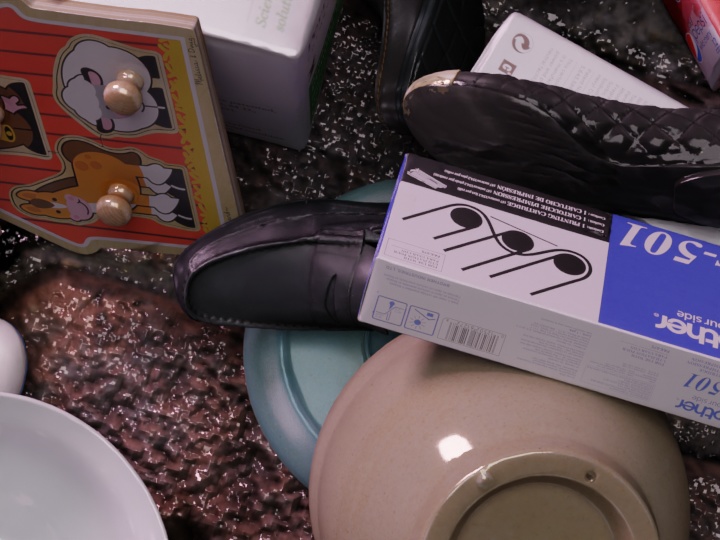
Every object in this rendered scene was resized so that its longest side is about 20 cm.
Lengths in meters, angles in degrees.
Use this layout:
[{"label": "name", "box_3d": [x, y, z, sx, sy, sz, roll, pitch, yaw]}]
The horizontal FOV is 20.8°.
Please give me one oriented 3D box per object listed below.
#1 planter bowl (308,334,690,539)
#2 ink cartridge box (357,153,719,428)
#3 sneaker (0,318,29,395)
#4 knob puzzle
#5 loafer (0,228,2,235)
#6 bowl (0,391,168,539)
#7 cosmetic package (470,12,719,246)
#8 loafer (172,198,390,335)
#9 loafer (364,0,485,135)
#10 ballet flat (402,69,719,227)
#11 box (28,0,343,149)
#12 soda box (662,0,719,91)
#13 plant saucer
[{"label": "planter bowl", "box_3d": [0.078, 0.130, 0.982, 0.199, 0.135, 0.201, -1, 101, -5]}, {"label": "ink cartridge box", "box_3d": [0.105, 0.010, 0.973, 0.199, 0.044, 0.094, 17, 38, 0]}, {"label": "sneaker", "box_3d": [-0.262, 0.097, 1.057, 0.200, 0.072, 0.072, -39, 79, -9]}, {"label": "knob puzzle", "box_3d": [-0.168, -0.069, 1.033, 0.219, 0.220, 0.031, 14, 53, 3]}, {"label": "loafer", "box_3d": [-0.275, 0.033, 1.076, 0.200, 0.072, 0.063, -32, 88, 2]}, {"label": "bowl", "box_3d": [-0.204, 0.169, 1.017, 0.200, 0.090, 0.202, 7, 69, -19]}, {"label": "cosmetic package", "box_3d": [0.149, -0.052, 1.073, 0.200, 0.102, 0.074, 31, 81, 8]}, {"label": "loafer", "box_3d": [0.000, 0.000, 1.043, 0.200, 0.068, 0.070, -7, 34, -3]}, {"label": "loafer", "box_3d": [0.031, -0.157, 1.102, 0.072, 0.073, 0.200, -1, 53, 22]}, {"label": "ballet flat", "box_3d": [0.119, -0.065, 1.007, 0.199, 0.067, 0.057, 13, 41, 3]}, {"label": "box", "box_3d": [-0.100, -0.200, 1.069, 0.199, 0.171, 0.200, 14, 78, 3]}, {"label": "soda box", "box_3d": [0.275, -0.182, 1.119, 0.200, 0.063, 0.070, -26, 79, -6]}, {"label": "plant saucer", "box_3d": [0.034, 0.042, 1.091, 0.199, 0.027, 0.201, 0, 78, 0]}]
